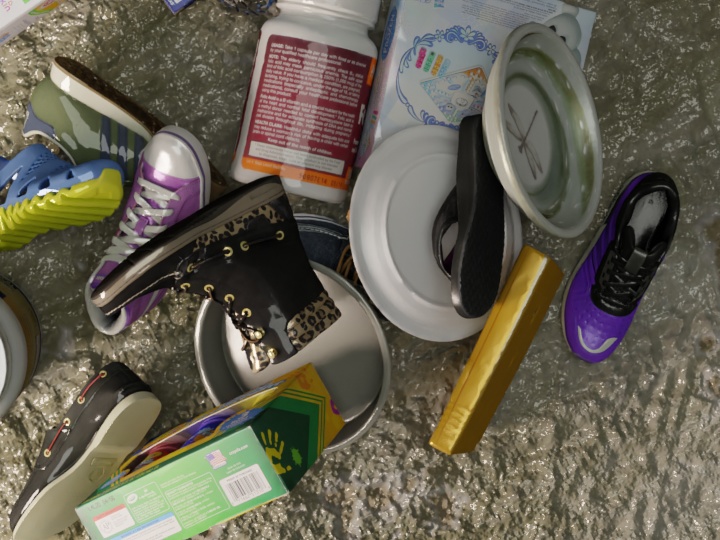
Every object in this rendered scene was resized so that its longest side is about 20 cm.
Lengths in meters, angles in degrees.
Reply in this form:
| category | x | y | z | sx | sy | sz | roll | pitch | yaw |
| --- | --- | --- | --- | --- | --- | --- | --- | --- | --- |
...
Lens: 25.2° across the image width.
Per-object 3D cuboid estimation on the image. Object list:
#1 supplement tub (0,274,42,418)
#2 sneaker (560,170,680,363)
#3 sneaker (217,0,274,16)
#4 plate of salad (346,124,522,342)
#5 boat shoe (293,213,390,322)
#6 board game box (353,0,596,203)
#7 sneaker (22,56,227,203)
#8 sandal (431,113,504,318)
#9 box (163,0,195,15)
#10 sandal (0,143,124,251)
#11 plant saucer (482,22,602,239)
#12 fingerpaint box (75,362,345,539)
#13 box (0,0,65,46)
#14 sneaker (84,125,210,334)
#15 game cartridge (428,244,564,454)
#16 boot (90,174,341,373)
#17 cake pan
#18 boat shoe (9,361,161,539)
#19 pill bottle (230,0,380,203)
| category | x | y | z | sx | sy | sz | roll | pitch | yaw |
| --- | --- | --- | --- | --- | --- | --- | --- | --- | --- |
| supplement tub | -0.368 | 0.073 | 1.458 | 0.144 | 0.200 | 0.145 | 0 | 94 | -6 |
| sneaker | 0.254 | -0.005 | 1.561 | 0.069 | 0.100 | 0.201 | 21 | 91 | -5 |
| sneaker | -0.152 | -0.318 | 1.491 | 0.200 | 0.077 | 0.085 | 33 | 70 | 0 |
| plate of salad | 0.067 | -0.034 | 1.493 | 0.199 | 0.048 | 0.201 | 5 | 82 | -34 |
| boat shoe | 0.000 | 0.000 | 1.543 | 0.199 | 0.091 | 0.071 | 23 | 91 | -7 |
| board game box | 0.111 | -0.173 | 1.543 | 0.199 | 0.043 | 0.200 | 12 | 92 | -21 |
| sneaker | -0.230 | -0.110 | 1.532 | 0.200 | 0.067 | 0.090 | 37 | 105 | -12 |
| sandal | 0.096 | -0.045 | 1.458 | 0.048 | 0.075 | 0.201 | -11 | 58 | 31 |
| box | -0.133 | -0.350 | 1.534 | 0.200 | 0.032 | 0.121 | -36 | 97 | 0 |
| sandal | -0.297 | -0.078 | 1.484 | 0.199 | 0.079 | 0.088 | -12 | 73 | 35 |
| plant saucer | 0.159 | -0.125 | 1.488 | 0.050 | 0.200 | 0.201 | -9 | 96 | 34 |
| fingerpaint box | -0.135 | 0.176 | 1.472 | 0.199 | 0.167 | 0.074 | -27 | 97 | 23 |
| box | -0.369 | -0.253 | 1.484 | 0.200 | 0.101 | 0.113 | -35 | 97 | -2 |
| sneaker | -0.197 | -0.028 | 1.469 | 0.072 | 0.114 | 0.201 | 23 | 121 | 10 |
| game cartridge | 0.130 | 0.078 | 1.520 | 0.032 | 0.176 | 0.201 | 28 | 91 | 13 |
| boot | -0.123 | 0.023 | 1.434 | 0.200 | 0.073 | 0.151 | -34 | 103 | -20 |
| cake pan | -0.061 | 0.077 | 1.530 | 0.199 | 0.037 | 0.201 | 7 | 110 | 18 |
| boat shoe | -0.272 | 0.178 | 1.547 | 0.202 | 0.074 | 0.063 | -52 | 58 | 10 |
| pill bottle | -0.048 | -0.171 | 1.515 | 0.114 | 0.114 | 0.201 | 13 | 93 | -6 |
